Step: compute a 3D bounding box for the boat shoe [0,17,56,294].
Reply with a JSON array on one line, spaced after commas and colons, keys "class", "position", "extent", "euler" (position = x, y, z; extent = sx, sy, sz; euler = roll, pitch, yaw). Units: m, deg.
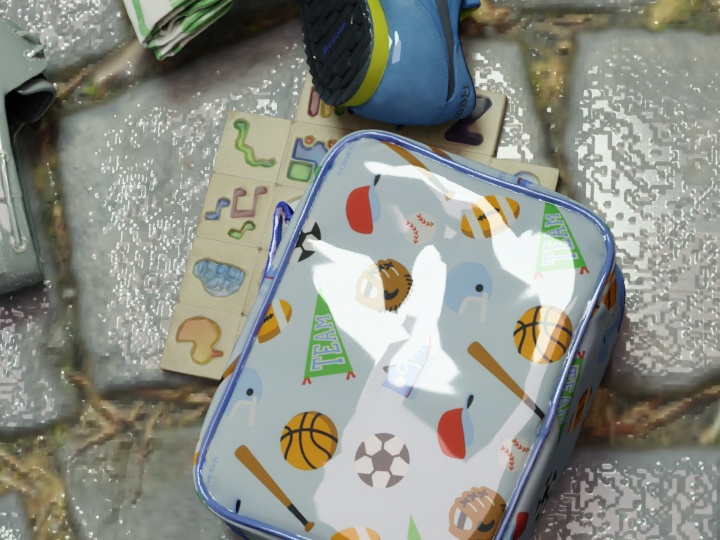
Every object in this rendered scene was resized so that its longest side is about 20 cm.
[{"class": "boat shoe", "position": [-0.183, -0.082, 0.945], "extent": [0.071, 0.070, 0.202], "euler": [-5, 75, -4]}]

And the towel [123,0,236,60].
[{"class": "towel", "position": [-0.047, -0.212, 0.937], "extent": [0.200, 0.023, 0.153], "euler": [-37, 52, 17]}]

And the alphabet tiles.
[{"class": "alphabet tiles", "position": [0.000, 0.000, 0.916], "extent": [0.166, 0.006, 0.201], "euler": [11, 74, 12]}]

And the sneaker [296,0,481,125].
[{"class": "sneaker", "position": [0.010, -0.153, 0.944], "extent": [0.078, 0.066, 0.201], "euler": [8, 54, -29]}]

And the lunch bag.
[{"class": "lunch bag", "position": [0.020, 0.041, 0.858], "extent": [0.160, 0.076, 0.201], "euler": [20, 77, 17]}]
